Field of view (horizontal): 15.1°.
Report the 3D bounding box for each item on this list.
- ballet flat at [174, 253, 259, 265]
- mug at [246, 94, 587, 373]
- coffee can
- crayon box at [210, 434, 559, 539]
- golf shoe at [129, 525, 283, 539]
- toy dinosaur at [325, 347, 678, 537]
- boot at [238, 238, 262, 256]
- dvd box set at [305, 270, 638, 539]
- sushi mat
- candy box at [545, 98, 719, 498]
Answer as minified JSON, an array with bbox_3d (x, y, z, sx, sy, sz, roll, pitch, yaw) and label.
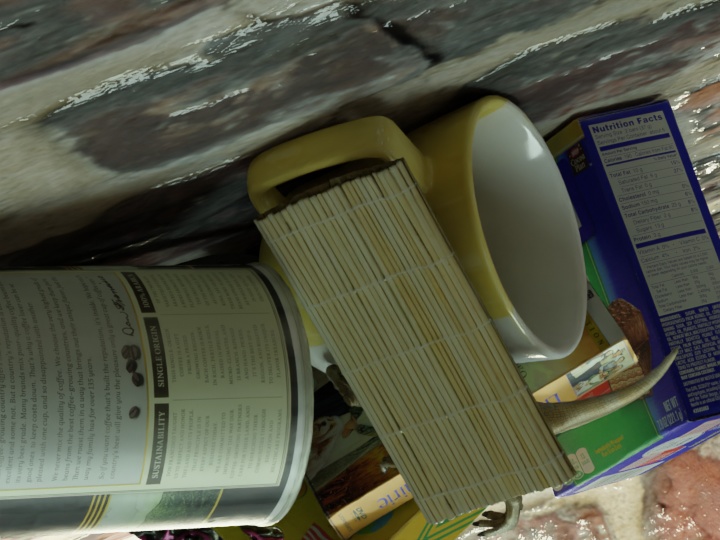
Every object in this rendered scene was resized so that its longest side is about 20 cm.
[{"bbox_3d":[-0.109,0.029,1.571,0.200,0.067,0.046,-2,148,-24],"label":"ballet flat"},{"bbox_3d":[0.021,-0.022,1.518,0.153,0.187,0.149,-16,-156,25],"label":"mug"},{"bbox_3d":[-0.144,0.069,1.443,0.200,0.146,0.146,-1,161,-25],"label":"coffee can"},{"bbox_3d":[0.012,0.113,1.604,0.200,0.127,0.051,-43,139,-12],"label":"crayon box"},{"bbox_3d":[-0.136,0.131,1.730,0.200,0.073,0.092,12,-157,9],"label":"golf shoe"},{"bbox_3d":[0.075,0.089,1.471,0.200,0.101,0.058,0,-141,18],"label":"toy dinosaur"},{"bbox_3d":[0.000,0.000,1.651,0.200,0.075,0.097,-19,172,5],"label":"boot"},{"bbox_3d":[0.043,0.051,1.583,0.200,0.146,0.029,-31,138,1],"label":"dvd box set"},{"bbox_3d":[0.028,0.040,1.438,0.096,0.200,0.012,-22,-166,31],"label":"sushi mat"},{"bbox_3d":[0.154,0.019,1.681,0.077,0.200,0.169,-11,165,-30],"label":"candy box"}]
